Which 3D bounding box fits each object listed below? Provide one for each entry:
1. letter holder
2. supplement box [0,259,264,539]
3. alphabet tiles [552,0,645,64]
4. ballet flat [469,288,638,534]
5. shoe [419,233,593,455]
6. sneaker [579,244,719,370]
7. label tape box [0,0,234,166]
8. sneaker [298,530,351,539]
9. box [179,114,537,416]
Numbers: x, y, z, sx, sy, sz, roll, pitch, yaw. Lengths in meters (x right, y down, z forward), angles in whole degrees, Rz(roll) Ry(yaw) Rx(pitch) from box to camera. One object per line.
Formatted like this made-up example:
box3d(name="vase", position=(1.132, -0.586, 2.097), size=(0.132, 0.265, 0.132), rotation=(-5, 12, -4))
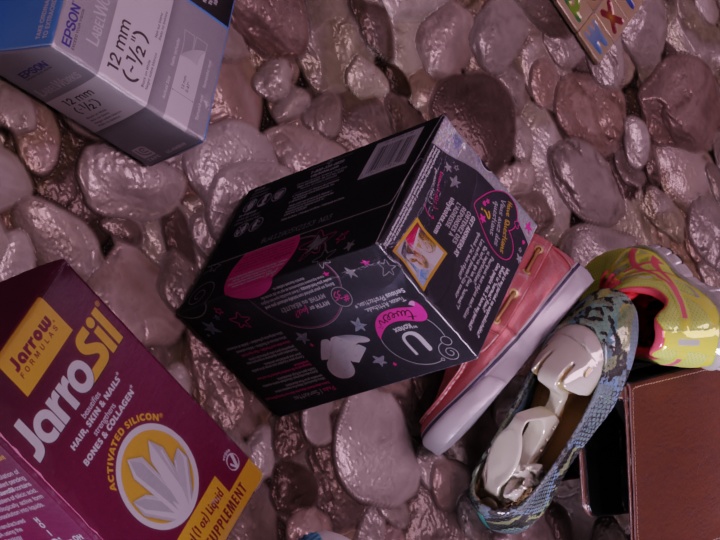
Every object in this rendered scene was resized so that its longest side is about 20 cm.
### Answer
box3d(name="letter holder", position=(0.233, 0.141, 1.920), size=(0.199, 0.100, 0.144), rotation=(-10, 98, -47))
box3d(name="supplement box", position=(-0.176, 0.114, 1.514), size=(0.200, 0.103, 0.131), rotation=(48, 49, -21))
box3d(name="alphabet tiles", position=(0.198, -0.297, 2.110), size=(0.168, 0.008, 0.200), rotation=(54, 46, -17))
box3d(name="ballet flat", position=(0.141, 0.102, 1.802), size=(0.074, 0.074, 0.201), rotation=(26, 90, -37))
box3d(name="shoe", position=(0.085, 0.044, 1.835), size=(0.091, 0.072, 0.200), rotation=(40, 61, 5))
box3d(name="sneaker", position=(0.212, 0.026, 1.888), size=(0.090, 0.200, 0.079), rotation=(-2, 101, -26))
box3d(name="label tape box", position=(-0.182, -0.182, 1.642), size=(0.199, 0.066, 0.144), rotation=(33, 54, -35))
box3d(name="sneaker", position=(0.019, 0.238, 1.695), size=(0.200, 0.076, 0.081), rotation=(49, 40, -31))
box3d(name="box", position=(0.000, 0.000, 1.661), size=(0.115, 0.199, 0.133), rotation=(48, 48, -24))
